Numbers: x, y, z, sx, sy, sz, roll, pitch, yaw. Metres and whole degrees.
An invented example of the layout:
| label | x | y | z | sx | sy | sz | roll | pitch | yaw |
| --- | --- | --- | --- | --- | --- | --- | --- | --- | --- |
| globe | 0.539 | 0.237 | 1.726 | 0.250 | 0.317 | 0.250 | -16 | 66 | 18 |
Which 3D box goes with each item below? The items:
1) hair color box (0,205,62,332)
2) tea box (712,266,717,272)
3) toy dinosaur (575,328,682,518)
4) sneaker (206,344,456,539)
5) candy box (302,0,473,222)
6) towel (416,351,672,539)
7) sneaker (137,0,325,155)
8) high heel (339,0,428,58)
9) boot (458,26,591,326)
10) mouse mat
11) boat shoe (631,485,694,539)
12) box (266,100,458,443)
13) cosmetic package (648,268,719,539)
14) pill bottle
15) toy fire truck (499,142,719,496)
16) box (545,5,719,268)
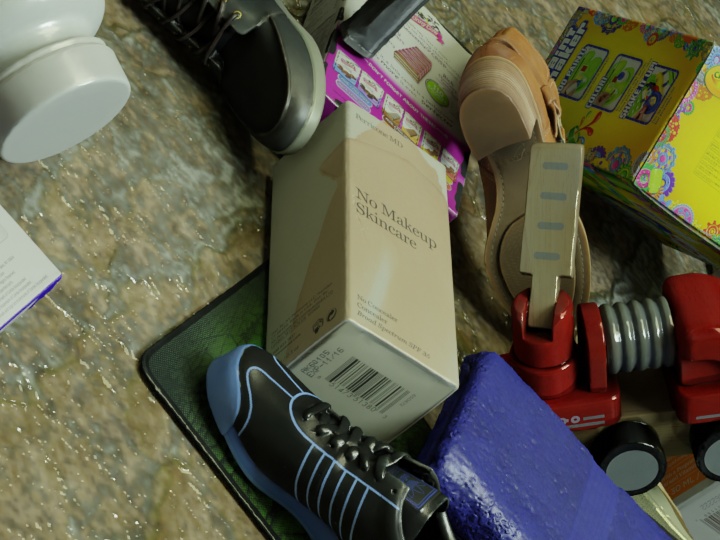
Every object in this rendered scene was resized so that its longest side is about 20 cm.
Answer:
| label | x | y | z | sx | sy | sz | roll | pitch | yaw |
| --- | --- | --- | --- | --- | --- | --- | --- | --- | --- |
| hair color box | -0.251 | -0.036 | 0.926 | 0.200 | 0.065 | 0.109 | 51 | 32 | -6 |
| tea box | 0.415 | -0.017 | 1.646 | 0.133 | 0.197 | 0.201 | 33 | 35 | -29 |
| toy dinosaur | 0.180 | 0.101 | 1.375 | 0.101 | 0.058 | 0.200 | -17 | 63 | -41 |
| sneaker | -0.003 | 0.115 | 1.069 | 0.200 | 0.078 | 0.070 | 54 | 31 | 2 |
| candy box | 0.015 | -0.121 | 1.359 | 0.136 | 0.061 | 0.200 | 42 | 33 | -18 |
| towel | 0.113 | 0.156 | 1.158 | 0.200 | 0.049 | 0.148 | 48 | 30 | -10 |
| sneaker | -0.100 | -0.158 | 1.248 | 0.106 | 0.075 | 0.201 | 13 | 39 | -41 |
| high heel | -0.012 | -0.238 | 1.237 | 0.200 | 0.143 | 0.072 | 33 | 23 | -35 |
| boot | 0.118 | -0.068 | 1.371 | 0.201 | 0.076 | 0.155 | 65 | 19 | -17 |
| mouse mat | -0.037 | 0.079 | 1.143 | 0.161 | 0.008 | 0.200 | 52 | 30 | -1 |
| boat shoe | 0.204 | 0.211 | 1.269 | 0.200 | 0.073 | 0.065 | 47 | 39 | 14 |
| box | 0.000 | 0.000 | 1.190 | 0.095 | 0.078 | 0.201 | 31 | 36 | -28 |
| cosmetic package | 0.268 | 0.103 | 1.426 | 0.071 | 0.101 | 0.201 | 34 | 35 | -25 |
| pill bottle | -0.209 | -0.164 | 1.063 | 0.111 | 0.111 | 0.201 | -13 | 69 | -56 |
| toy fire truck | 0.168 | 0.028 | 1.236 | 0.129 | 0.175 | 0.201 | -96 | 178 | -54 |
| box | 0.255 | -0.092 | 1.506 | 0.200 | 0.122 | 0.192 | 31 | -1 | -31 |
